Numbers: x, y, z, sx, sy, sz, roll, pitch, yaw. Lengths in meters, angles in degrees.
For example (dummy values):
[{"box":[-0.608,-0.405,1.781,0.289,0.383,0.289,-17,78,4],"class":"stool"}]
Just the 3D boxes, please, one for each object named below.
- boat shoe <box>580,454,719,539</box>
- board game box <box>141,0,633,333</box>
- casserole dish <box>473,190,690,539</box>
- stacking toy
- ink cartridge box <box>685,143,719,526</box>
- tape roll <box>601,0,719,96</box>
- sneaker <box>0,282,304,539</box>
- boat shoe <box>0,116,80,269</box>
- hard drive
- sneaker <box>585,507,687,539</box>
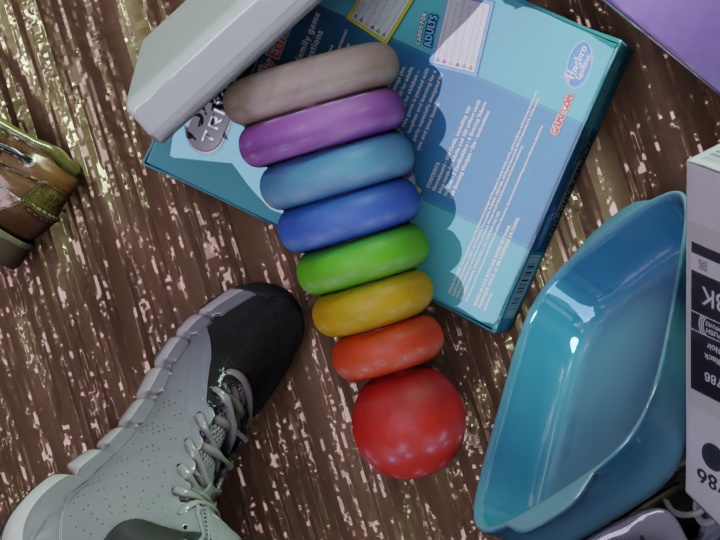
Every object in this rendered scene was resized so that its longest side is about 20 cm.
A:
[{"box":[0.164,0.112,1.016,0.200,0.075,0.062,-38,112,18],"class":"boat shoe"},{"box":[0.013,-0.080,1.073,0.199,0.047,0.152,26,96,14],"class":"board game box"},{"box":[0.113,0.049,0.988,0.039,0.201,0.121,38,131,-16],"class":"casserole dish"},{"box":[0.000,0.000,1.018,0.085,0.085,0.202,-14,93,14],"class":"stacking toy"},{"box":[0.180,0.031,0.914,0.039,0.099,0.202,24,129,43],"class":"ink cartridge box"},{"box":[0.145,-0.142,0.961,0.200,0.200,0.085,41,100,11],"class":"tape roll"},{"box":[-0.071,0.100,1.037,0.115,0.075,0.200,26,67,43],"class":"sneaker"},{"box":[-0.231,-0.090,1.131,0.200,0.072,0.068,40,95,2],"class":"boat shoe"},{"box":[-0.023,-0.148,0.993,0.200,0.132,0.026,-41,106,12],"class":"hard drive"},{"box":[0.158,0.170,0.960,0.198,0.075,0.116,0,129,-2],"class":"sneaker"}]
